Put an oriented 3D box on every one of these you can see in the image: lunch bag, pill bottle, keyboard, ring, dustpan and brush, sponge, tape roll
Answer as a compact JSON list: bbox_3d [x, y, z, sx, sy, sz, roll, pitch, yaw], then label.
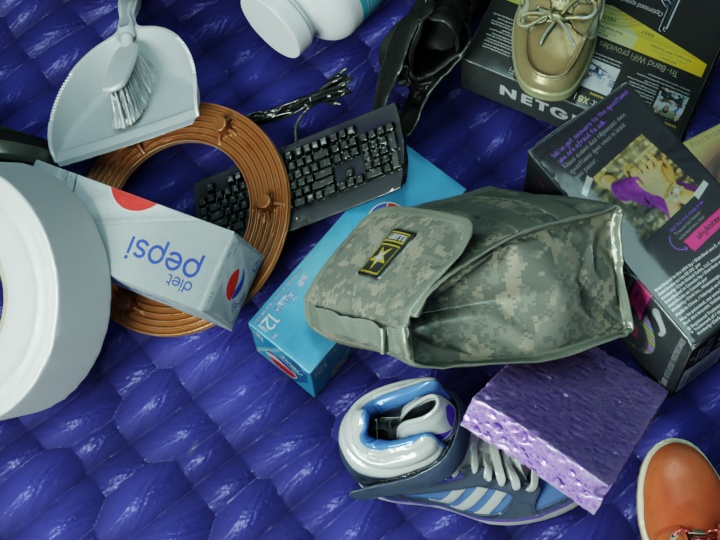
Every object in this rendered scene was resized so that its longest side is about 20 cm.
[{"bbox_3d":[0.071,0.009,1.052,0.198,0.163,0.119,-15,103,-26],"label":"lunch bag"},{"bbox_3d":[-0.014,-0.279,1.248,0.110,0.111,0.200,37,74,16],"label":"pill bottle"},{"bbox_3d":[-0.054,-0.095,1.179,0.198,0.021,0.129,-19,62,23],"label":"keyboard"},{"bbox_3d":[-0.152,-0.046,1.180,0.197,0.019,0.204,-6,73,19],"label":"ring"},{"bbox_3d":[-0.201,-0.184,1.243,0.138,0.058,0.201,-16,36,12],"label":"dustpan and brush"},{"bbox_3d":[0.154,0.101,1.051,0.111,0.200,0.030,31,114,13],"label":"sponge"},{"bbox_3d":[-0.293,0.015,1.112,0.200,0.071,0.206,2,94,27],"label":"tape roll"}]

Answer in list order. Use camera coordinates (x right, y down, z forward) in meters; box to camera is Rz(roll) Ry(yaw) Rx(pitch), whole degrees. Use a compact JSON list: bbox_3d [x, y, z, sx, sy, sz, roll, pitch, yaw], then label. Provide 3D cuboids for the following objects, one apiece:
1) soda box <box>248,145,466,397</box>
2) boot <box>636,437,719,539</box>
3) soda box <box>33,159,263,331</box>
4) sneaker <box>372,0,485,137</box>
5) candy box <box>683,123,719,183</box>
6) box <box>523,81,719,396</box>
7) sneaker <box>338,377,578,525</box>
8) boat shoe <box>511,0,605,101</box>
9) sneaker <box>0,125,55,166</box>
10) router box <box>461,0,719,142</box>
[{"bbox_3d":[0.000,0.000,1.158,0.068,0.064,0.200,36,74,16],"label":"soda box"},{"bbox_3d":[0.251,0.209,1.036,0.074,0.108,0.203,-9,66,1],"label":"boot"},{"bbox_3d":[-0.181,-0.021,1.138,0.198,0.063,0.069,20,81,24],"label":"soda box"},{"bbox_3d":[0.072,-0.210,1.202,0.060,0.104,0.201,34,97,-18],"label":"sneaker"},{"bbox_3d":[0.373,-0.091,1.179,0.198,0.057,0.118,-27,68,-6],"label":"candy box"},{"bbox_3d":[0.225,-0.023,1.123,0.105,0.123,0.201,-33,69,-11],"label":"box"},{"bbox_3d":[0.081,0.131,1.053,0.197,0.147,0.082,2,67,6],"label":"sneaker"},{"bbox_3d":[0.168,-0.238,1.189,0.072,0.063,0.203,9,70,6],"label":"boat shoe"},{"bbox_3d":[-0.348,-0.139,1.228,0.196,0.076,0.116,10,75,13],"label":"sneaker"},{"bbox_3d":[0.206,-0.196,1.233,0.198,0.052,0.159,24,71,12],"label":"router box"}]
